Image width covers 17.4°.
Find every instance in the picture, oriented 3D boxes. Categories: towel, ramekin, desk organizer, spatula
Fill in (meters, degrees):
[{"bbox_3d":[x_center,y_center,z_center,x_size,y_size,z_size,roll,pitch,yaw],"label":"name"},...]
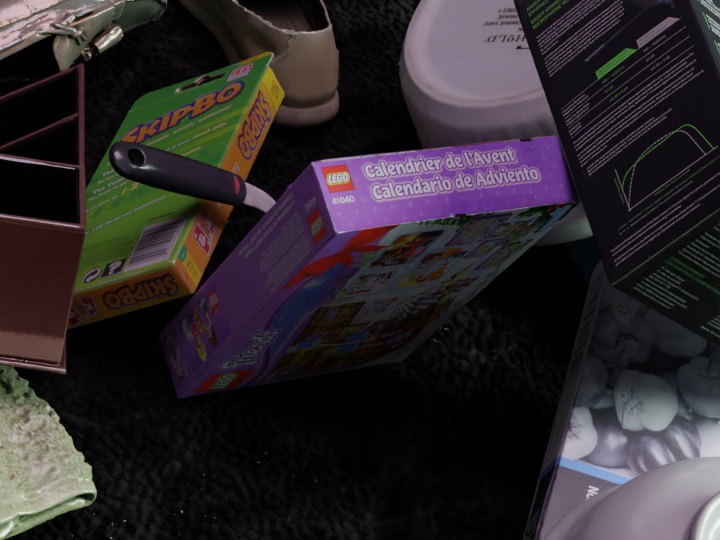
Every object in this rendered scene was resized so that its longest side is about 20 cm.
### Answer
[{"bbox_3d":[-0.230,0.061,1.110,0.148,0.037,0.200,-21,55,-40],"label":"towel"},{"bbox_3d":[0.114,-0.119,1.329,0.202,0.094,0.203,-19,41,18],"label":"ramekin"},{"bbox_3d":[-0.175,-0.035,1.163,0.071,0.077,0.200,9,26,-12],"label":"desk organizer"},{"bbox_3d":[-0.055,-0.035,1.199,0.200,0.021,0.057,21,54,-49],"label":"spatula"}]

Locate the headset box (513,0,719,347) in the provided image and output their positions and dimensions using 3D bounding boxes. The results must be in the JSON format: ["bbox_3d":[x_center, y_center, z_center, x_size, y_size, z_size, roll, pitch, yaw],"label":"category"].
[{"bbox_3d":[0.179,-0.063,1.149,0.174,0.093,0.200,28,35,-41],"label":"headset box"}]

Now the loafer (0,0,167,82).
[{"bbox_3d":[-0.194,-0.124,1.317,0.199,0.072,0.063,-16,69,-28],"label":"loafer"}]

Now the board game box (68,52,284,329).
[{"bbox_3d":[-0.105,-0.045,1.246,0.095,0.030,0.200,-16,34,26],"label":"board game box"}]

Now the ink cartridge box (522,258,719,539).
[{"bbox_3d":[0.191,0.109,1.178,0.199,0.043,0.199,19,64,-4],"label":"ink cartridge box"}]

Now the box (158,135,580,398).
[{"bbox_3d":[0.000,0.000,1.151,0.136,0.200,0.039,-8,70,-31],"label":"box"}]

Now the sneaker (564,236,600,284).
[{"bbox_3d":[0.158,-0.036,1.367,0.081,0.077,0.200,26,30,-31],"label":"sneaker"}]

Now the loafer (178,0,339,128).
[{"bbox_3d":[-0.061,-0.171,1.415,0.075,0.068,0.200,-9,48,-31],"label":"loafer"}]

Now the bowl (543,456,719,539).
[{"bbox_3d":[0.177,0.157,1.053,0.200,0.090,0.202,9,50,-11],"label":"bowl"}]
